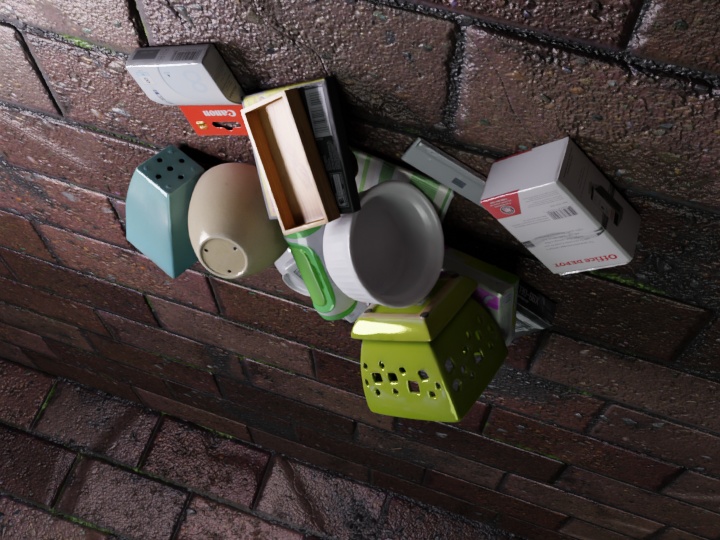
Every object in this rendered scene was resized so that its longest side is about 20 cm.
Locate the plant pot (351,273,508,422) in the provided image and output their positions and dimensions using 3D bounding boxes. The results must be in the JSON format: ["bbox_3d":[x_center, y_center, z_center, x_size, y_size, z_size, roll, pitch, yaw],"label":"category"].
[{"bbox_3d":[0.110,0.120,1.405,0.198,0.199,0.184,-1,120,40],"label":"plant pot"}]

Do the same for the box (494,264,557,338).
[{"bbox_3d":[0.254,0.073,1.594,0.157,0.050,0.199,32,151,-18],"label":"box"}]

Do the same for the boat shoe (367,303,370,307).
[{"bbox_3d":[0.000,0.000,1.519,0.061,0.075,0.202,-19,124,-5],"label":"boat shoe"}]

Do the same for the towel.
[{"bbox_3d":[0.054,-0.135,1.389,0.197,0.024,0.153,22,153,3],"label":"towel"}]

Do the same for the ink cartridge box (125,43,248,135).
[{"bbox_3d":[-0.261,-0.274,1.331,0.158,0.048,0.201,5,147,29],"label":"ink cartridge box"}]

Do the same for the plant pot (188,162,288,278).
[{"bbox_3d":[-0.216,-0.065,1.430,0.197,0.135,0.202,7,132,8],"label":"plant pot"}]

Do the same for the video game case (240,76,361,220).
[{"bbox_3d":[-0.093,-0.183,1.271,0.179,0.025,0.203,-2,107,38],"label":"video game case"}]

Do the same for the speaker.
[{"bbox_3d":[-0.069,-0.012,1.436,0.087,0.089,0.202,3,131,32],"label":"speaker"}]

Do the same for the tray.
[{"bbox_3d":[-0.105,-0.162,1.249,0.098,0.037,0.203,-12,101,40],"label":"tray"}]

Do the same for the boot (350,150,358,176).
[{"bbox_3d":[-0.066,-0.149,1.389,0.174,0.066,0.201,36,159,24],"label":"boot"}]

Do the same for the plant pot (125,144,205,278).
[{"bbox_3d":[-0.353,-0.124,1.551,0.141,0.141,0.201,36,146,18],"label":"plant pot"}]

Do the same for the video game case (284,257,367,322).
[{"bbox_3d":[-0.015,-0.003,1.580,0.181,0.024,0.200,-36,125,20],"label":"video game case"}]

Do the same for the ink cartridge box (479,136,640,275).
[{"bbox_3d":[0.298,-0.089,1.222,0.199,0.084,0.146,38,149,-29],"label":"ink cartridge box"}]

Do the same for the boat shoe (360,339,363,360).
[{"bbox_3d":[0.057,0.118,1.662,0.085,0.203,0.075,20,133,-4],"label":"boat shoe"}]

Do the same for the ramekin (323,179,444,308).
[{"bbox_3d":[0.034,-0.040,1.343,0.200,0.202,0.097,37,157,-29],"label":"ramekin"}]

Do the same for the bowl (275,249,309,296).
[{"bbox_3d":[-0.098,-0.009,1.660,0.198,0.091,0.202,17,154,8],"label":"bowl"}]

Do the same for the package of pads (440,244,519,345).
[{"bbox_3d":[0.187,0.048,1.486,0.198,0.068,0.156,26,141,32],"label":"package of pads"}]

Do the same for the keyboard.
[{"bbox_3d":[0.160,-0.143,1.300,0.198,0.011,0.056,29,146,-14],"label":"keyboard"}]
